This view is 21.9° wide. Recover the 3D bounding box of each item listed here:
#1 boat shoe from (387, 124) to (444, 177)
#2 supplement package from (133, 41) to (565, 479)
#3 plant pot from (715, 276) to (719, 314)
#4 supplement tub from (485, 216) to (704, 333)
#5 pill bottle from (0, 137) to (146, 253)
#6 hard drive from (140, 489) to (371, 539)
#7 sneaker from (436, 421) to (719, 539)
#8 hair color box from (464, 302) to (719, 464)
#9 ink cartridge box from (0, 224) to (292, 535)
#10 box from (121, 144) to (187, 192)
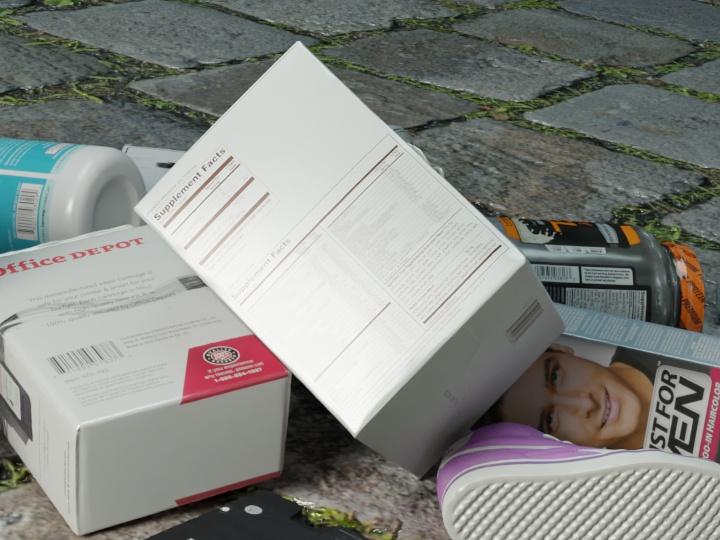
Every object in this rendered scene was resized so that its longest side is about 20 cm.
[{"bbox_3d":[0.038,-0.083,1.744,0.086,0.075,0.202,10,21,12],"label":"boat shoe"},{"bbox_3d":[0.000,0.000,1.163,0.200,0.147,0.191,44,-1,19],"label":"supplement package"},{"bbox_3d":[0.422,-0.055,1.638,0.195,0.198,0.200,9,9,8],"label":"plant pot"},{"bbox_3d":[0.149,0.023,1.401,0.199,0.123,0.123,3,19,-13],"label":"supplement tub"},{"bbox_3d":[-0.275,-0.049,1.460,0.199,0.111,0.111,7,17,25],"label":"pill bottle"},{"bbox_3d":[-0.068,0.183,0.992,0.139,0.038,0.200,20,22,34],"label":"hard drive"},{"bbox_3d":[0.148,0.130,1.174,0.199,0.073,0.114,6,16,-3],"label":"sneaker"},{"bbox_3d":[0.174,0.087,1.260,0.199,0.100,0.061,12,20,15],"label":"hair color box"},{"bbox_3d":[-0.155,0.062,1.176,0.145,0.084,0.200,-14,35,-28],"label":"ink cartridge box"},{"bbox_3d":[-0.161,-0.049,1.596,0.116,0.060,0.200,6,19,-3],"label":"box"}]
